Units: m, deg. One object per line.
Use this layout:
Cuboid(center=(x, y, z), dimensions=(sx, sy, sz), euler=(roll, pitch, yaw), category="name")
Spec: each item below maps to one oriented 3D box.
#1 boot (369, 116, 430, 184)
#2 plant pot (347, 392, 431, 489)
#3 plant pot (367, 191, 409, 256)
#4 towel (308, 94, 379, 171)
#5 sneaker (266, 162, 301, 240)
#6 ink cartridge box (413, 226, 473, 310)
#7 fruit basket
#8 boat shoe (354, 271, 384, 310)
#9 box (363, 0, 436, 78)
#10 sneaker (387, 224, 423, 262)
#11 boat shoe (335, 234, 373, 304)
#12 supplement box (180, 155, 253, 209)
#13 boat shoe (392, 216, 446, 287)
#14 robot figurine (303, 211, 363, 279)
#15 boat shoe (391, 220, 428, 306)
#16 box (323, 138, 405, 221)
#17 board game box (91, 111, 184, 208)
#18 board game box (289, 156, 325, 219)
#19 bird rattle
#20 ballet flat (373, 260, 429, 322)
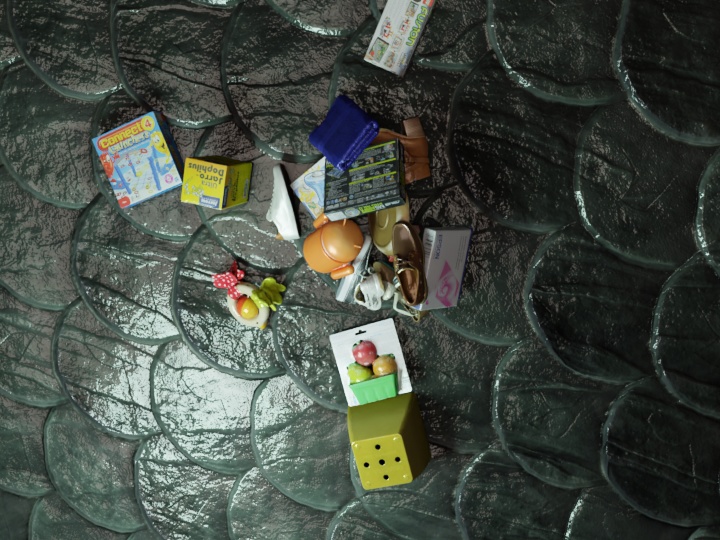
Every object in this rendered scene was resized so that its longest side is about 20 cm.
Cuboid(center=(0.074, -0.285, 1.588), dimensions=(0.198, 0.077, 0.157), euler=(-16, 105, -4), category="boot")
Cuboid(center=(0.068, 0.466, 1.688), dimensions=(0.198, 0.176, 0.202), euler=(-13, 98, 11), category="plant pot")
Cuboid(center=(0.062, -0.136, 1.564), dimensions=(0.027, 0.200, 0.203), euler=(-3, 103, -25), category="plant pot")
Cuboid(center=(-0.039, -0.333, 1.544), dimensions=(0.049, 0.200, 0.148), euler=(30, 104, -38), category="towel")
Cuboid(center=(-0.215, -0.175, 1.657), dimensions=(0.084, 0.073, 0.202), euler=(-9, 101, 8), category="sneaker")
Cuboid(center=(0.216, -0.007, 1.564), dimensions=(0.043, 0.199, 0.199), euler=(22, 109, 44), category="ink cartridge box")
Cuboid(center=(0.028, 0.248, 1.709), dimensions=(0.183, 0.094, 0.202), euler=(-17, 83, 12), category="fruit basket")
Cuboid(center=(0.016, 0.056, 1.607), dimensions=(0.069, 0.200, 0.072), euler=(-15, 71, -7), category="boat shoe")
Cuboid(center=(0.097, -0.586, 1.542), dimensions=(0.109, 0.035, 0.202), euler=(26, 104, 3), category="box")
Cuboid(center=(0.126, -0.013, 1.619), dimensions=(0.107, 0.067, 0.204), euler=(-6, 89, -6), category="sneaker")
Cuboid(center=(0.000, 0.001, 1.655), dimensions=(0.067, 0.074, 0.201), euler=(18, 110, -12), category="boat shoe")
Cuboid(center=(-0.358, -0.227, 1.606), dimensions=(0.108, 0.200, 0.111), euler=(12, 103, 6), category="supplement box")
Cuboid(center=(0.129, -0.050, 1.551), dimensions=(0.066, 0.075, 0.200), euler=(39, 81, -1), category="boat shoe")
Cuboid(center=(-0.068, -0.062, 1.603), dimensions=(0.116, 0.199, 0.145), euler=(21, 64, -26), category="robot figurine")
Cuboid(center=(0.111, -0.015, 1.463), dimensions=(0.071, 0.067, 0.203), euler=(-10, 93, 18), category="boat shoe")
Cuboid(center=(0.008, -0.215, 1.514), dimensions=(0.198, 0.044, 0.162), euler=(-11, 63, 22), category="box")
Cuboid(center=(-0.587, -0.295, 1.704), dimensions=(0.198, 0.056, 0.198), euler=(-20, 98, 13), category="board game box")
Cuboid(center=(-0.066, -0.228, 1.642), dimensions=(0.199, 0.034, 0.136), euler=(-37, 93, 14), category="board game box")
Cuboid(center=(-0.311, 0.079, 1.716), dimensions=(0.198, 0.113, 0.165), euler=(14, 120, 9), category="bird rattle")
Cuboid(center=(0.097, 0.062, 1.633), dimensions=(0.200, 0.068, 0.073), euler=(43, 65, -20), category="ballet flat")
